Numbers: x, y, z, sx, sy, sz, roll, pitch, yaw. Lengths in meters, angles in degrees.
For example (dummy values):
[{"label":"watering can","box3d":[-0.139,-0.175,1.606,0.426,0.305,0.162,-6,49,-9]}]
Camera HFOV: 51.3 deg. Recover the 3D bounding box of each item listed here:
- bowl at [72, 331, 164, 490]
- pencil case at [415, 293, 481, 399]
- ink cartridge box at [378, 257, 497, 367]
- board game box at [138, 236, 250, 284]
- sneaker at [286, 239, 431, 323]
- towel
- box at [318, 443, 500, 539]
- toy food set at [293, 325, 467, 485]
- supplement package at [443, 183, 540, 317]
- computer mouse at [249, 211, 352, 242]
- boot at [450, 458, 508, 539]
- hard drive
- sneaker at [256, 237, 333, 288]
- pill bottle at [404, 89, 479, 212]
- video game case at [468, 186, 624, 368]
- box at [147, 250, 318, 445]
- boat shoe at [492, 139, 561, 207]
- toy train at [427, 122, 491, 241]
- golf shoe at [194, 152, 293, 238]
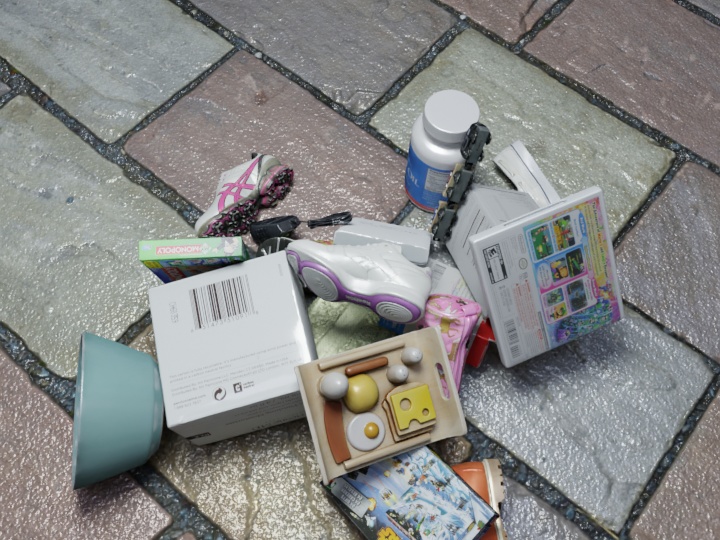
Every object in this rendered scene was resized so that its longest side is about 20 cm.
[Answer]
[{"label":"bowl","box3d":[-0.319,0.183,0.986,0.105,0.201,0.201,5,60,-22]},{"label":"pencil case","box3d":[0.108,0.129,1.015,0.086,0.083,0.200,12,106,15]},{"label":"ink cartridge box","box3d":[0.142,0.063,1.102,0.200,0.067,0.116,24,44,11]},{"label":"board game box","box3d":[-0.226,-0.009,1.071,0.134,0.200,0.029,-4,79,-3]},{"label":"sneaker","box3d":[0.000,0.000,0.992,0.200,0.075,0.100,22,53,7]},{"label":"towel","box3d":[-0.044,0.125,1.097,0.148,0.037,0.200,32,65,13]},{"label":"box","box3d":[0.059,0.293,0.961,0.137,0.040,0.200,-48,59,-1]},{"label":"toy food set","box3d":[0.026,0.161,0.917,0.200,0.060,0.144,-14,85,-22]},{"label":"supplement package","box3d":[0.214,-0.027,1.089,0.114,0.110,0.200,8,32,-18]},{"label":"computer mouse","box3d":[-0.093,-0.065,1.148,0.200,0.034,0.059,-2,17,40]},{"label":"boot","box3d":[0.138,0.345,0.968,0.107,0.075,0.200,-2,52,0]},{"label":"hard drive","box3d":[0.038,-0.047,1.116,0.132,0.200,0.027,11,100,4]},{"label":"sneaker","box3d":[-0.065,-0.012,1.157,0.200,0.090,0.078,6,100,19]},{"label":"pill bottle","box3d":[0.131,-0.187,1.178,0.112,0.200,0.112,1,61,-2]},{"label":"video game case","box3d":[0.248,0.012,0.983,0.182,0.200,0.024,-22,26,-6]},{"label":"box","box3d":[-0.163,0.108,1.018,0.199,0.131,0.200,-16,66,0]},{"label":"boat shoe","box3d":[0.282,-0.121,1.231,0.070,0.071,0.200,-33,69,12]},{"label":"toy train","box3d":[0.143,-0.129,1.108,0.034,0.200,0.046,8,36,-17]},{"label":"golf shoe","box3d":[-0.201,-0.116,1.205,0.092,0.073,0.200,31,55,21]}]
